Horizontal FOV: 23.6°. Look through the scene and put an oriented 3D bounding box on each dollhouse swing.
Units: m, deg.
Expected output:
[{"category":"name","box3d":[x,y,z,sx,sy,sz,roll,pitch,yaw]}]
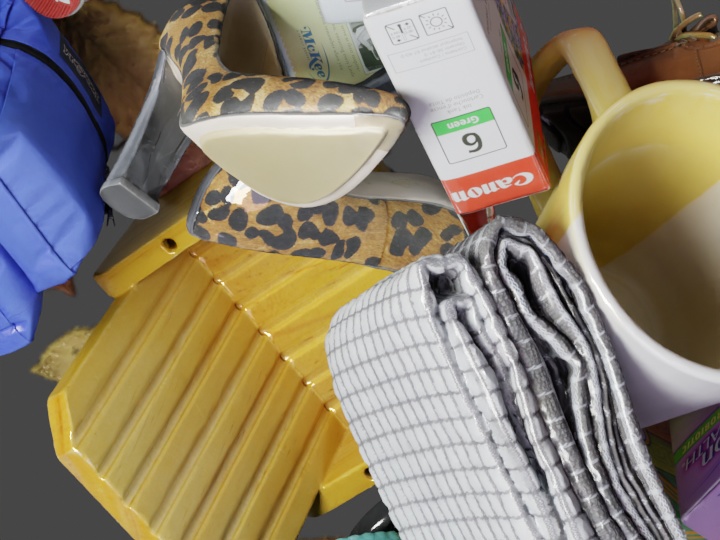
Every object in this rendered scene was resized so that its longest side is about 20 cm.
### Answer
[{"category":"dollhouse swing","box3d":[-0.042,0.056,0.954,0.181,0.176,0.200,-32,110,22]}]

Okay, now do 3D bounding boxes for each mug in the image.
[{"category":"mug","box3d":[0.144,-0.009,0.859,0.148,0.188,0.153,11,155,-13]}]

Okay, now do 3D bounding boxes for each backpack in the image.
[{"category":"backpack","box3d":[-0.213,-0.066,0.894,0.166,0.201,0.163,-16,131,11]}]

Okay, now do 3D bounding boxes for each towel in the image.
[{"category":"towel","box3d":[0.071,0.085,0.811,0.085,0.165,0.202,-25,88,-21]}]

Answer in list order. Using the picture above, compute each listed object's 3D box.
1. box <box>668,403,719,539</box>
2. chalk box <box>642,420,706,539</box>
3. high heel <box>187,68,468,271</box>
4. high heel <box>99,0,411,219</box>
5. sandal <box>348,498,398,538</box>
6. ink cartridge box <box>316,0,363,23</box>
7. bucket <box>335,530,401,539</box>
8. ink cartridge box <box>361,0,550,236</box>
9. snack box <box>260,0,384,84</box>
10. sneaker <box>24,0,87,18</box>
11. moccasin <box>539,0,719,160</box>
[{"category":"box","box3d":[0.249,0.037,0.892,0.096,0.201,0.176,33,117,-12]},{"category":"chalk box","box3d":[0.165,0.148,0.992,0.199,0.125,0.124,25,122,-36]},{"category":"high heel","box3d":[0.000,0.000,0.927,0.142,0.071,0.201,-30,118,-6]},{"category":"high heel","box3d":[-0.036,-0.101,0.816,0.199,0.144,0.071,-7,141,44]},{"category":"sandal","box3d":[0.042,0.165,1.044,0.075,0.045,0.200,-43,145,-1]},{"category":"ink cartridge box","box3d":[0.064,-0.199,0.803,0.198,0.057,0.163,-2,137,12]},{"category":"bucket","box3d":[-0.007,0.249,0.944,0.205,0.136,0.208,-19,148,-13]},{"category":"ink cartridge box","box3d":[0.053,-0.092,0.808,0.050,0.110,0.201,-16,138,14]},{"category":"snack box","box3d":[-0.008,-0.189,0.891,0.115,0.037,0.202,-14,116,15]},{"category":"sneaker","box3d":[-0.161,-0.224,0.882,0.201,0.115,0.078,58,141,8]},{"category":"moccasin","box3d":[0.183,-0.100,0.898,0.200,0.078,0.074,-13,135,35]}]
